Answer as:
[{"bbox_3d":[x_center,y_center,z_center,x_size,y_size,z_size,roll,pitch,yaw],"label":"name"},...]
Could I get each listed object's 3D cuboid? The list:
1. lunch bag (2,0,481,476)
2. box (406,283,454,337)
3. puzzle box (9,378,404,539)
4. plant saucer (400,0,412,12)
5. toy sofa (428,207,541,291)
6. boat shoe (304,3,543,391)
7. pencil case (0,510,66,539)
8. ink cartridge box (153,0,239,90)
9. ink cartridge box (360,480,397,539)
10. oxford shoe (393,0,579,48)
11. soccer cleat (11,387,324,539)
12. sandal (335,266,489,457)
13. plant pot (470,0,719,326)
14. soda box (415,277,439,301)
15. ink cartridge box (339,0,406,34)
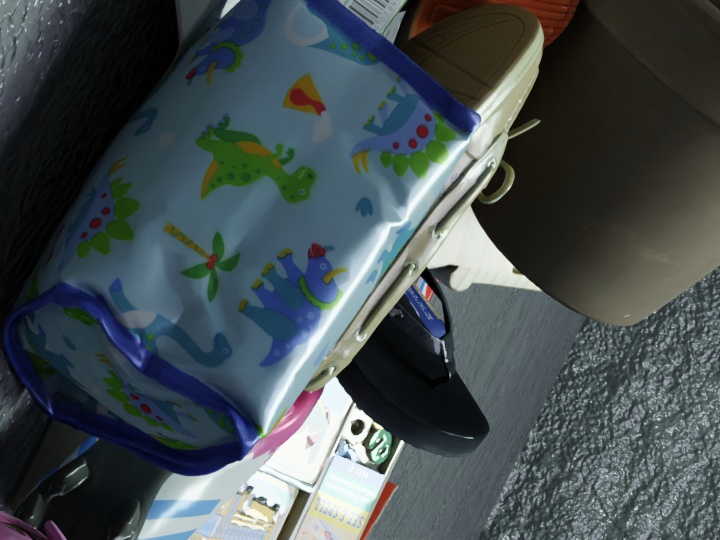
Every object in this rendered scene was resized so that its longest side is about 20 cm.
[{"bbox_3d":[-0.061,-0.012,1.029,0.170,0.127,0.200,-54,-167,-17],"label":"lunch bag"},{"bbox_3d":[-0.014,-0.004,1.288,0.032,0.121,0.200,-39,172,10],"label":"box"},{"bbox_3d":[-0.065,0.089,1.211,0.200,0.025,0.134,28,87,-44],"label":"puzzle box"},{"bbox_3d":[0.054,-0.224,1.351,0.201,0.034,0.201,-60,167,-23],"label":"plant saucer"},{"bbox_3d":[0.067,-0.094,1.341,0.083,0.097,0.201,38,-63,56],"label":"toy sofa"},{"bbox_3d":[0.017,-0.037,1.135,0.200,0.073,0.063,-48,131,-10],"label":"boat shoe"},{"bbox_3d":[-0.183,0.192,1.020,0.201,0.082,0.086,-67,168,8],"label":"pencil case"},{"bbox_3d":[-0.043,-0.154,1.066,0.200,0.050,0.161,-50,178,30],"label":"ink cartridge box"},{"bbox_3d":[-0.063,0.164,1.451,0.200,0.108,0.050,-57,167,-36],"label":"ink cartridge box"},{"bbox_3d":[0.052,-0.130,1.202,0.200,0.071,0.073,125,-28,-44],"label":"oxford shoe"},{"bbox_3d":[-0.094,0.092,1.135,0.200,0.070,0.087,-39,163,-37],"label":"soccer cleat"},{"bbox_3d":[-0.001,0.000,1.179,0.043,0.201,0.076,-38,168,29],"label":"sandal"},{"bbox_3d":[0.146,-0.073,1.251,0.175,0.200,0.200,-51,175,22],"label":"plant pot"},{"bbox_3d":[0.002,0.026,1.572,0.201,0.063,0.070,-64,168,0],"label":"soda box"},{"bbox_3d":[0.019,-0.162,1.207,0.146,0.048,0.200,-55,-175,5],"label":"ink cartridge box"}]
